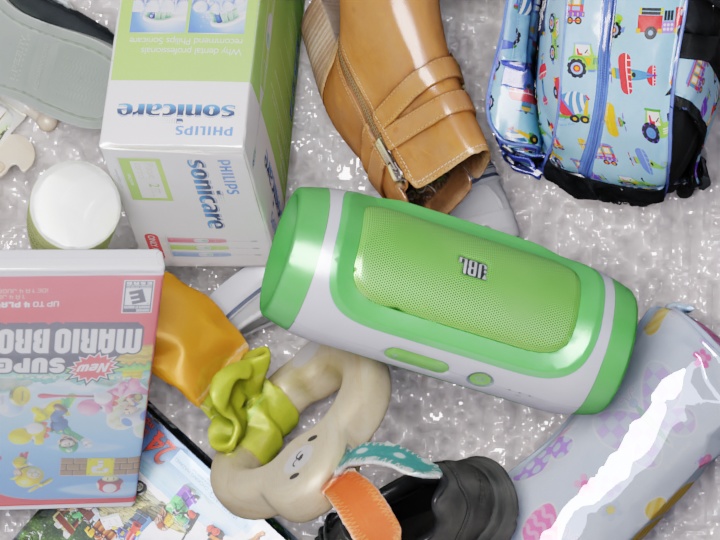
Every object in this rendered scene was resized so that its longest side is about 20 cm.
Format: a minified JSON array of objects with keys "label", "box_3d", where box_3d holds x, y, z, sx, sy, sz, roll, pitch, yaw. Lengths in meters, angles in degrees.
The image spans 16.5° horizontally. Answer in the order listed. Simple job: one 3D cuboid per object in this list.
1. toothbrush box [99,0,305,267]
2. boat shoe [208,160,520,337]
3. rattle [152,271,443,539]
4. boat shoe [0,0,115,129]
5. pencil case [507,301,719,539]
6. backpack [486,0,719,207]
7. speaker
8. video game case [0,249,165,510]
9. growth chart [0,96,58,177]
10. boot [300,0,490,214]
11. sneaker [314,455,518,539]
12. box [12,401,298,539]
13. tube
[{"label":"toothbrush box","box_3d":[-0.087,-0.122,1.433,0.086,0.146,0.201,0,64,6]},{"label":"boat shoe","box_3d":[0.000,0.000,1.484,0.199,0.074,0.066,-28,80,6]},{"label":"rattle","box_3d":[-0.047,0.069,1.379,0.130,0.200,0.143,-26,110,-3]},{"label":"boat shoe","box_3d":[-0.211,-0.139,1.524,0.199,0.060,0.076,31,104,17]},{"label":"pencil case","box_3d":[0.145,0.113,1.456,0.200,0.083,0.091,-45,69,3]},{"label":"backpack","box_3d":[0.145,-0.134,1.411,0.134,0.200,0.184,9,89,7]},{"label":"speaker","box_3d":[0.049,0.017,1.386,0.199,0.088,0.089,17,89,-11]},{"label":"video game case","box_3d":[-0.190,0.065,1.403,0.142,0.201,0.018,-1,45,-12]},{"label":"growth chart","box_3d":[-0.294,-0.069,1.512,0.145,0.018,0.200,41,65,11]},{"label":"boot","box_3d":[0.028,-0.128,1.400,0.076,0.200,0.156,-8,59,-30]},{"label":"sneaker","box_3d":[-0.005,0.171,1.415,0.200,0.091,0.076,-45,61,14]},{"label":"box","box_3d":[-0.105,0.195,1.503,0.200,0.038,0.137,42,92,7]},{"label":"tube","box_3d":[-0.172,-0.018,1.446,0.052,0.200,0.058,21,79,-6]}]
